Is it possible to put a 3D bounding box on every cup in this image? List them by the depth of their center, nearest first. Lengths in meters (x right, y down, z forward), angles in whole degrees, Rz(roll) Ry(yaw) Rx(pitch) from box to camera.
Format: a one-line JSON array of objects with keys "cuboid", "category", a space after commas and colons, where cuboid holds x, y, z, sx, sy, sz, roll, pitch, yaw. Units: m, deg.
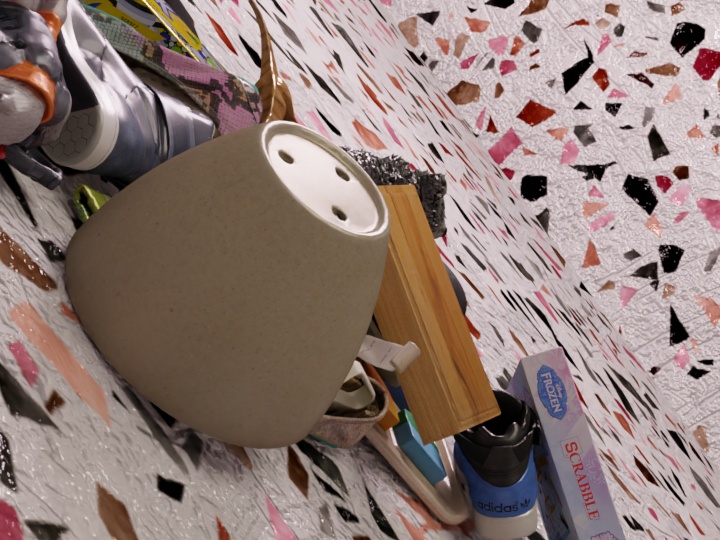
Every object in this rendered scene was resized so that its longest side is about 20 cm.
[{"cuboid": [-0.063, -0.009, 1.033, 0.200, 0.143, 0.200, 33, 28, -20], "category": "cup"}]

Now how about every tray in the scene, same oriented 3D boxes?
[{"cuboid": [0.047, 0.031, 1.287, 0.099, 0.037, 0.200, -9, 78, -66], "category": "tray"}]

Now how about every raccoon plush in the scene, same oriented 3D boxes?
[{"cuboid": [-0.014, -0.072, 1.518, 0.200, 0.097, 0.134, 11, 1, -18], "category": "raccoon plush"}]

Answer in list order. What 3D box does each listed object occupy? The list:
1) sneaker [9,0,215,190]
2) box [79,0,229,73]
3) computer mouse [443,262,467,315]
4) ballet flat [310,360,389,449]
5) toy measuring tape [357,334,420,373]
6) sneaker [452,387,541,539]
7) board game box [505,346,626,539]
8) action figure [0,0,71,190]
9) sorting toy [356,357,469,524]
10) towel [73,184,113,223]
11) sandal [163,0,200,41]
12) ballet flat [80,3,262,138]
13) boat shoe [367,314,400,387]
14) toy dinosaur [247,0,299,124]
[{"cuboid": [-0.188, -0.136, 1.185, 0.146, 0.077, 0.202, 20, 38, -53], "category": "sneaker"}, {"cuboid": [-0.197, -0.210, 1.429, 0.200, 0.064, 0.070, 49, 12, -19], "category": "box"}, {"cuboid": [0.052, 0.023, 1.510, 0.139, 0.053, 0.200, 54, -15, 1], "category": "computer mouse"}, {"cuboid": [-0.036, 0.081, 1.169, 0.068, 0.067, 0.200, 64, 16, 21], "category": "ballet flat"}, {"cuboid": [-0.029, 0.030, 1.248, 0.074, 0.074, 0.200, 45, -14, -29], "category": "toy measuring tape"}, {"cuboid": [0.116, 0.145, 1.427, 0.200, 0.077, 0.111, -85, 171, -74], "category": "sneaker"}, {"cuboid": [0.183, 0.185, 1.469, 0.200, 0.041, 0.200, 90, -17, -77], "category": "board game box"}, {"cuboid": [-0.238, -0.152, 1.003, 0.200, 0.105, 0.194, 35, 27, -42], "category": "action figure"}, {"cuboid": [0.016, 0.101, 1.384, 0.200, 0.036, 0.185, 45, 14, -28], "category": "sorting toy"}, {"cuboid": [-0.126, 0.004, 1.172, 0.144, 0.023, 0.200, 56, 12, 14], "category": "towel"}, {"cuboid": [-0.193, -0.262, 1.483, 0.200, 0.075, 0.045, 68, 32, -41], "category": "sandal"}, {"cuboid": [-0.174, -0.145, 1.251, 0.200, 0.069, 0.071, 24, 54, 4], "category": "ballet flat"}, {"cuboid": [0.000, -0.001, 1.332, 0.201, 0.063, 0.074, 62, -16, 19], "category": "boat shoe"}, {"cuboid": [-0.081, -0.160, 1.485, 0.106, 0.060, 0.200, 85, 2, -51], "category": "toy dinosaur"}]
